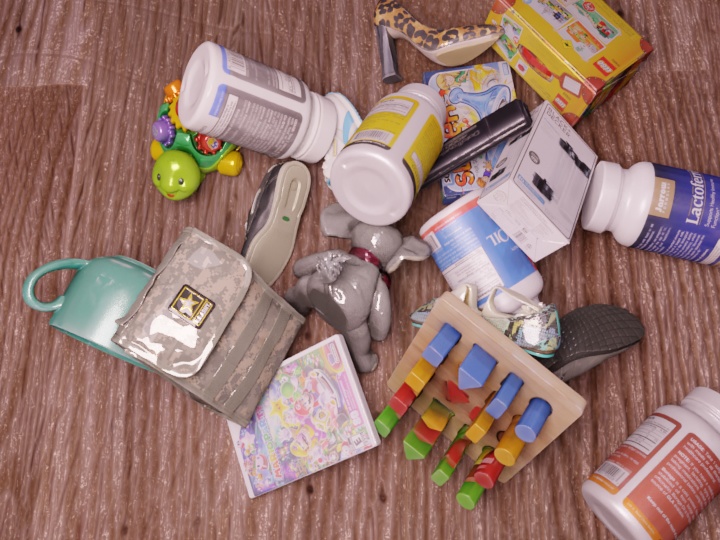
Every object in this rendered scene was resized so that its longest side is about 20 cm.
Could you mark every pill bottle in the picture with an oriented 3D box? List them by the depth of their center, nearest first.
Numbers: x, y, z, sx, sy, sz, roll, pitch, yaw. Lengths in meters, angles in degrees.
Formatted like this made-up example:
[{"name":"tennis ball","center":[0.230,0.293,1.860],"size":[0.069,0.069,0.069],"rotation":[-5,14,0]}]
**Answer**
[{"name":"pill bottle","center":[0.377,0.241,0.786],"size":[0.199,0.112,0.113],"rotation":[-40,77,-8]},{"name":"pill bottle","center":[0.047,-0.161,0.840],"size":[0.109,0.112,0.201],"rotation":[24,49,8]},{"name":"pill bottle","center":[0.172,0.003,0.854],"size":[0.111,0.112,0.202],"rotation":[-31,85,-6]},{"name":"pill bottle","center":[0.411,-0.081,0.871],"size":[0.195,0.116,0.118],"rotation":[12,75,6]},{"name":"pill bottle","center":[-0.136,-0.220,0.878],"size":[0.197,0.113,0.116],"rotation":[13,70,-36]}]

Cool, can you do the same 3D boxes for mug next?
[{"name":"mug","center":[-0.313,0.044,0.830],"size":[0.149,0.185,0.116],"rotation":[15,71,25]}]

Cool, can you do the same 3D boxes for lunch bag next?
[{"name":"lunch bag","center":[-0.187,0.068,0.795],"size":[0.116,0.200,0.166],"rotation":[9,61,44]}]

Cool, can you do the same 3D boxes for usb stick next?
[{"name":"usb stick","center":[0.143,-0.169,0.888],"size":[0.198,0.033,0.056],"rotation":[-29,41,22]}]

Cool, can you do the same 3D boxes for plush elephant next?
[{"name":"plush elephant","center":[0.000,0.000,0.851],"size":[0.164,0.202,0.155],"rotation":[36,60,19]}]

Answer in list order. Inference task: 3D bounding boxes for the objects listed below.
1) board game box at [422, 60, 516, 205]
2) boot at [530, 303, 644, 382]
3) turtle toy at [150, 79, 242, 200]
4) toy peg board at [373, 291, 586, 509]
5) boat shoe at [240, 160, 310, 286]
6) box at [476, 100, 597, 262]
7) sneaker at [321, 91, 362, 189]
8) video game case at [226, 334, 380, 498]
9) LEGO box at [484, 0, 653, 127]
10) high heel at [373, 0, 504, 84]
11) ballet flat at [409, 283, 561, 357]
[{"name":"board game box","center":[0.171,-0.206,0.956],"size":[0.132,0.035,0.205],"rotation":[-8,75,0]},{"name":"boot","center":[0.256,0.123,0.822],"size":[0.196,0.132,0.068],"rotation":[-18,50,-10]},{"name":"turtle toy","center":[-0.243,-0.193,0.934],"size":[0.142,0.101,0.204],"rotation":[10,75,5]},{"name":"toy peg board","center":[0.120,0.170,0.760],"size":[0.199,0.201,0.098],"rotation":[38,49,12]},{"name":"boat shoe","center":[-0.133,-0.060,0.923],"size":[0.067,0.071,0.204],"rotation":[12,80,44]},{"name":"box","center":[0.240,-0.123,0.855],"size":[0.117,0.060,0.201],"rotation":[43,49,-10]},{"name":"sneaker","center":[-0.023,-0.167,0.933],"size":[0.079,0.077,0.203],"rotation":[-21,73,-2]},{"name":"video game case","center":[-0.083,0.189,0.827],"size":[0.197,0.018,0.146],"rotation":[-28,74,20]},{"name":"LEGO box","center":[0.301,-0.336,0.946],"size":[0.148,0.077,0.201],"rotation":[-35,76,-23]},{"name":"high heel","center":[0.111,-0.378,0.966],"size":[0.196,0.071,0.146],"rotation":[-11,78,23]},{"name":"ballet flat","center":[0.149,0.050,0.778],"size":[0.197,0.074,0.076],"rotation":[10,73,34]}]
